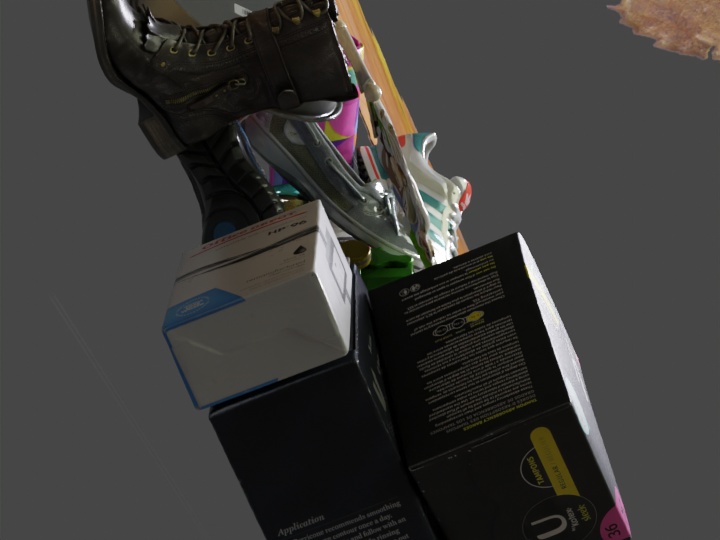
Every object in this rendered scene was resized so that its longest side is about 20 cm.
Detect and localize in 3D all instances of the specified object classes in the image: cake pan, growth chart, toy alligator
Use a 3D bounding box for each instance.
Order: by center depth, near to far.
[{"bbox_3d":[0.023,-0.096,1.672,0.145,0.018,0.201,-117,-174,-63],"label":"growth chart"},{"bbox_3d":[-0.096,-0.193,1.715,0.199,0.037,0.201,26,22,-11],"label":"cake pan"},{"bbox_3d":[0.000,0.000,1.733,0.054,0.199,0.060,-106,-168,-56],"label":"toy alligator"}]

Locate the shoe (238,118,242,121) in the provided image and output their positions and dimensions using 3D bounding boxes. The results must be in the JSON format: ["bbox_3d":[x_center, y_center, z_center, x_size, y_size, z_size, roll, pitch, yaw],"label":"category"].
[{"bbox_3d":[-0.114,-0.174,1.839,0.091,0.071,0.201,57,10,-40],"label":"shoe"}]

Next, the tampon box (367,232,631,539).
[{"bbox_3d":[0.102,0.103,1.527,0.201,0.126,0.150,-102,167,-51],"label":"tampon box"}]

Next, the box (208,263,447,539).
[{"bbox_3d":[-0.017,0.132,1.527,0.197,0.117,0.201,-90,158,-71],"label":"box"}]

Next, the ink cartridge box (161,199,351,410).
[{"bbox_3d":[-0.070,0.015,1.484,0.200,0.115,0.068,-90,158,-71],"label":"ink cartridge box"}]

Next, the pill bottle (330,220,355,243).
[{"bbox_3d":[-0.011,0.035,1.848,0.200,0.110,0.111,-97,164,-61],"label":"pill bottle"}]

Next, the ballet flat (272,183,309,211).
[{"bbox_3d":[-0.073,-0.040,1.810,0.200,0.070,0.071,-34,103,-82],"label":"ballet flat"}]

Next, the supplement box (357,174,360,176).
[{"bbox_3d":[-0.002,-0.037,2.094,0.200,0.109,0.109,-35,103,-82],"label":"supplement box"}]

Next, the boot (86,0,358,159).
[{"bbox_3d":[-0.102,-0.175,1.551,0.200,0.173,0.070,61,11,-50],"label":"boot"}]

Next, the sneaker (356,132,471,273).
[{"bbox_3d":[0.069,-0.043,1.911,0.070,0.093,0.201,86,-18,-66],"label":"sneaker"}]

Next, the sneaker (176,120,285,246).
[{"bbox_3d":[-0.094,-0.053,1.649,0.082,0.073,0.201,42,28,-70],"label":"sneaker"}]

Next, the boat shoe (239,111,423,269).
[{"bbox_3d":[-0.015,-0.079,1.788,0.202,0.065,0.074,42,5,11],"label":"boat shoe"}]

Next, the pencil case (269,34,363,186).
[{"bbox_3d":[-0.046,-0.130,1.918,0.089,0.088,0.201,-96,-172,-62],"label":"pencil case"}]
